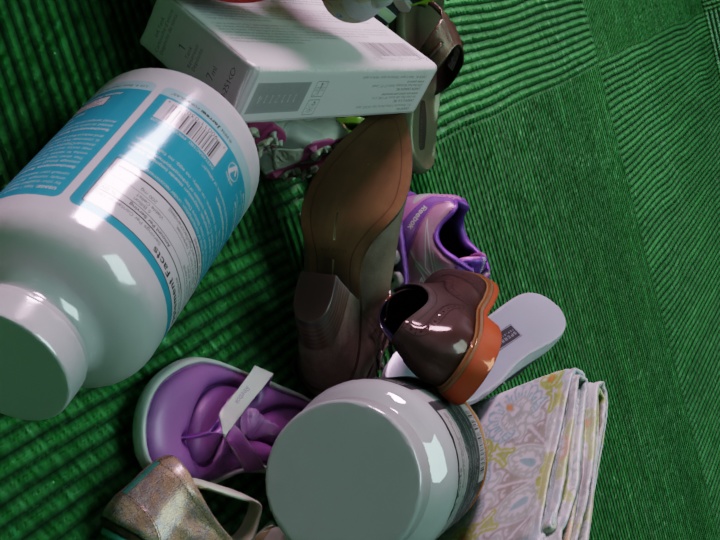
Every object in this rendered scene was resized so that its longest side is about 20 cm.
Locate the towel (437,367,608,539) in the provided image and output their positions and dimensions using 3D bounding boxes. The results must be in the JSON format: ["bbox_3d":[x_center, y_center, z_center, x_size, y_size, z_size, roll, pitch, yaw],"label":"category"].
[{"bbox_3d":[0.093,0.171,0.846,0.048,0.200,0.171,43,43,-22],"label":"towel"}]

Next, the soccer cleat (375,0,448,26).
[{"bbox_3d":[0.013,-0.233,0.911,0.200,0.068,0.081,-35,155,-28],"label":"soccer cleat"}]

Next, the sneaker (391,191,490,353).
[{"bbox_3d":[0.073,0.020,0.976,0.080,0.088,0.201,-18,96,-62],"label":"sneaker"}]

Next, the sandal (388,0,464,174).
[{"bbox_3d":[0.068,-0.189,1.032,0.080,0.057,0.201,-23,116,-55],"label":"sandal"}]

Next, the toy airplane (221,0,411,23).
[{"bbox_3d":[-0.008,-0.229,0.711,0.200,0.199,0.141,-74,151,-51],"label":"toy airplane"}]

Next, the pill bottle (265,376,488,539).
[{"bbox_3d":[0.014,0.128,0.733,0.200,0.116,0.117,16,65,-74],"label":"pill bottle"}]

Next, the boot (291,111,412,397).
[{"bbox_3d":[0.000,0.000,0.840,0.146,0.070,0.200,65,45,-62],"label":"boot"}]

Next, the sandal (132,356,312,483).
[{"bbox_3d":[-0.070,0.096,0.728,0.203,0.050,0.083,14,68,-61],"label":"sandal"}]

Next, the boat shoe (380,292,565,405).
[{"bbox_3d":[0.087,0.077,0.922,0.200,0.066,0.070,-27,67,-40],"label":"boat shoe"}]

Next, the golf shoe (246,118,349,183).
[{"bbox_3d":[-0.080,-0.113,0.782,0.200,0.075,0.092,-2,69,-65],"label":"golf shoe"}]

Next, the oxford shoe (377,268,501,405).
[{"bbox_3d":[0.053,0.027,0.808,0.072,0.071,0.200,33,10,-7],"label":"oxford shoe"}]

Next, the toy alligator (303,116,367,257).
[{"bbox_3d":[-0.014,-0.095,0.897,0.059,0.054,0.200,32,53,-53],"label":"toy alligator"}]

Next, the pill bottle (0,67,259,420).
[{"bbox_3d":[-0.136,-0.015,0.590,0.111,0.111,0.200,62,33,-27],"label":"pill bottle"}]

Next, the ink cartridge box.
[{"bbox_3d":[-0.068,-0.171,0.766,0.176,0.045,0.200,43,31,23],"label":"ink cartridge box"}]

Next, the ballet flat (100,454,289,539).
[{"bbox_3d":[-0.070,0.175,0.673,0.067,0.068,0.200,-58,134,-23],"label":"ballet flat"}]
